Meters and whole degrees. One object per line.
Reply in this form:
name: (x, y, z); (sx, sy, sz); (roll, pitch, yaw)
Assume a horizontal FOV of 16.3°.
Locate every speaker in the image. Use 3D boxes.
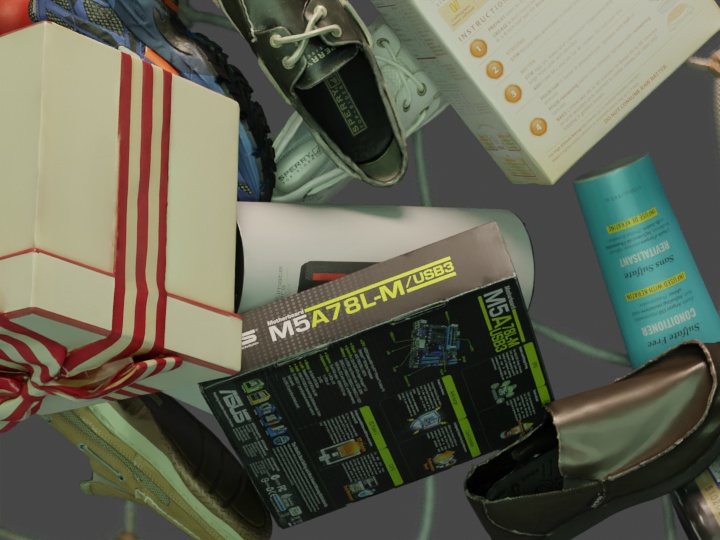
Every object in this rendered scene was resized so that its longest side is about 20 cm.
speaker: (0.000, 0.000, 1.497); (0.199, 0.081, 0.082); (1, 92, -28)

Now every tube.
tube: (0.190, 0.028, 1.556); (0.077, 0.050, 0.201); (-21, 97, 9)

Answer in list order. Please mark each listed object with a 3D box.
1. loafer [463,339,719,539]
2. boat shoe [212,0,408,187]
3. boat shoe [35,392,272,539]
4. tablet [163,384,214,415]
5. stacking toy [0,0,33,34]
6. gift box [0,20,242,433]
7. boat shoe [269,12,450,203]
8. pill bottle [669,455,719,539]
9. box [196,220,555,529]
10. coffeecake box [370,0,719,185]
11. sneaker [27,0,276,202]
loafer: (0.144, 0.106, 1.509); (0.200, 0.073, 0.071); (-38, 134, 21)
boat shoe: (-0.027, -0.134, 1.443); (0.071, 0.064, 0.200); (-35, 119, 0)
boat shoe: (-0.143, 0.114, 1.557); (0.200, 0.072, 0.076); (45, 106, 7)
tablet: (-0.087, 0.020, 1.535); (0.199, 0.014, 0.131); (26, 95, -22)
stacking toy: (-0.211, -0.085, 1.542); (0.085, 0.085, 0.202); (-1, 87, 1)
gift box: (-0.190, -0.013, 1.383); (0.184, 0.199, 0.188); (-16, 68, 42)
boat shoe: (0.011, -0.107, 1.539); (0.071, 0.069, 0.200); (43, 92, -1)
pill bottle: (0.296, 0.133, 1.521); (0.199, 0.112, 0.112); (-27, 91, 2)
box: (0.013, 0.067, 1.487); (0.192, 0.200, 0.048); (-22, 58, 1)
coffeecake box: (0.097, -0.177, 1.498); (0.153, 0.073, 0.200); (-42, 104, -12)
sneaker: (-0.121, -0.113, 1.497); (0.078, 0.075, 0.200); (-37, 91, 13)
